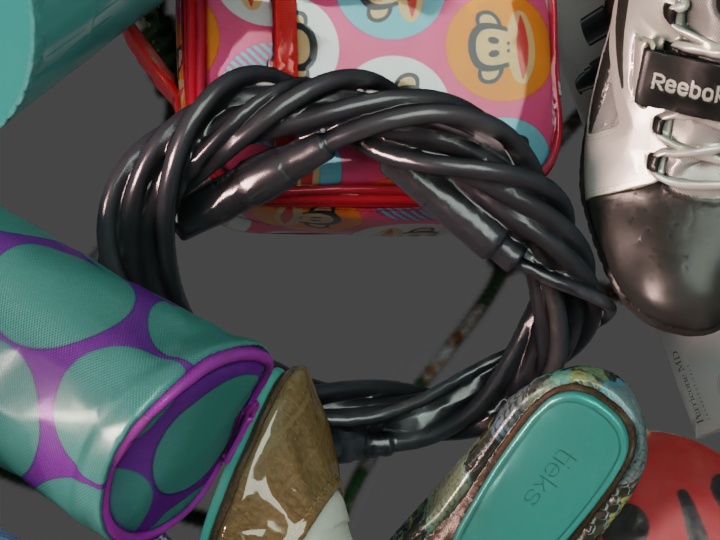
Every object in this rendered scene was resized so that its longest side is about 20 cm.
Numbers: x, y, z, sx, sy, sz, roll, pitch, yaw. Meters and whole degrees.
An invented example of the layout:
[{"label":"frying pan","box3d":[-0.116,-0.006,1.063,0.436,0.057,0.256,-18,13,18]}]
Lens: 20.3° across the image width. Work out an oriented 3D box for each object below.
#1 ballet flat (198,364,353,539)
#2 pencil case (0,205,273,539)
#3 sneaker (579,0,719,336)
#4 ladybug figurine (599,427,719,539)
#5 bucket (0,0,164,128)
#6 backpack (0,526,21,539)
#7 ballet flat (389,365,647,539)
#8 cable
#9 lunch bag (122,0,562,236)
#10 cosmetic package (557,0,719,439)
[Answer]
[{"label":"ballet flat","box3d":[-0.039,0.137,0.733,0.072,0.068,0.201,25,89,13]},{"label":"pencil case","box3d":[-0.130,0.019,0.711,0.199,0.092,0.086,29,94,24]},{"label":"sneaker","box3d":[0.123,-0.079,0.740,0.073,0.089,0.202,3,82,-1]},{"label":"ladybug figurine","box3d":[0.131,0.153,0.783,0.135,0.072,0.202,-16,80,-14]},{"label":"bucket","box3d":[-0.144,-0.153,0.700,0.207,0.207,0.135,40,50,0]},{"label":"backpack","box3d":[-0.194,0.101,0.673,0.198,0.183,0.136,13,72,-3]},{"label":"ballet flat","box3d":[0.041,0.116,0.768,0.074,0.074,0.200,42,107,1]},{"label":"cable","box3d":[0.000,0.000,0.762,0.198,0.051,0.165,2,116,-6]},{"label":"lunch bag","box3d":[-0.011,-0.115,0.818,0.174,0.082,0.202,-1,77,-7]},{"label":"cosmetic package","box3d":[0.144,-0.041,0.821,0.050,0.082,0.202,-11,77,-42]}]
